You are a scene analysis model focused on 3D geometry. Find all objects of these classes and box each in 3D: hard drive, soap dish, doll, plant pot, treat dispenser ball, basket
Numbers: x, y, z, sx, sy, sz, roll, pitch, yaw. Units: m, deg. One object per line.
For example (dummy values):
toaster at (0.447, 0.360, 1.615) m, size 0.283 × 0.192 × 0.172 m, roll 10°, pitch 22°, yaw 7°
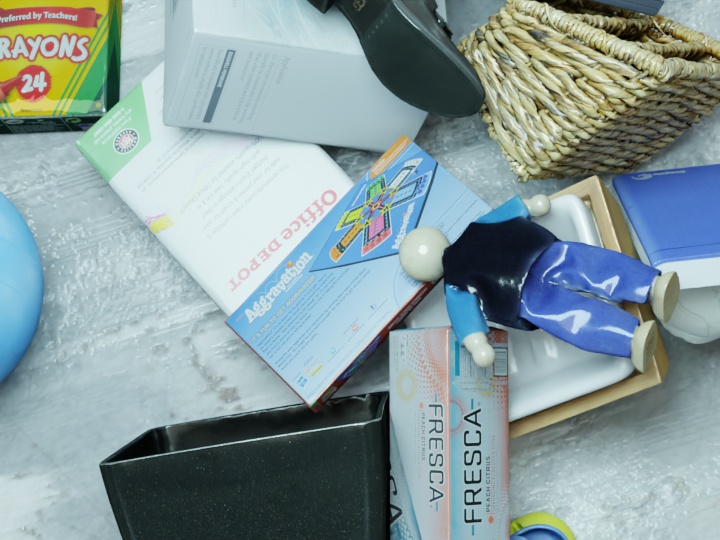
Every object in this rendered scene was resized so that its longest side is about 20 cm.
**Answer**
hard drive at (0.269, -0.038, 1.135) m, size 0.131 × 0.200 × 0.026 m, roll -6°, pitch 110°, yaw 3°
soap dish at (0.131, 0.039, 1.143) m, size 0.199 × 0.081 × 0.159 m, roll -26°, pitch 74°, yaw 37°
doll at (0.114, 0.011, 1.050) m, size 0.199 × 0.049 × 0.137 m, roll 18°, pitch 69°, yaw 25°
plant pot at (-0.066, 0.200, 1.118) m, size 0.198 × 0.200 × 0.179 m, roll -8°, pitch 90°, yaw 3°
treat dispenser ball at (-0.346, 0.013, 1.162) m, size 0.199 × 0.201 × 0.203 m, roll -1°, pitch 79°, yaw 4°
basket at (0.185, -0.166, 1.139) m, size 0.149 × 0.199 × 0.144 m, roll -37°, pitch 73°, yaw 34°

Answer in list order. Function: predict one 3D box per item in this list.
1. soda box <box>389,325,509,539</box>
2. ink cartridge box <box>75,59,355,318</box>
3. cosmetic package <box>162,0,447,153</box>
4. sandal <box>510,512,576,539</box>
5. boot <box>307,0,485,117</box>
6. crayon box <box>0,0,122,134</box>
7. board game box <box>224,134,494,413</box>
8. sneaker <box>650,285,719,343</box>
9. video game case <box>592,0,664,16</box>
soda box at (0.064, 0.141, 1.093) m, size 0.063 × 0.068 × 0.202 m, roll 4°, pitch 83°, yaw -39°
ink cartridge box at (-0.107, -0.070, 1.219) m, size 0.145 × 0.088 × 0.200 m, roll -43°, pitch 77°, yaw -4°
cosmetic package at (-0.045, -0.213, 1.168) m, size 0.198 × 0.123 × 0.201 m, roll 6°, pitch 58°, yaw -17°
sandal at (0.086, 0.262, 1.141) m, size 0.079 × 0.087 × 0.200 m, roll 42°, pitch 86°, yaw 6°
boot at (0.046, -0.228, 1.081) m, size 0.200 × 0.069 × 0.175 m, roll 44°, pitch 55°, yaw -14°
crayon box at (-0.269, -0.219, 1.278) m, size 0.126 × 0.051 × 0.202 m, roll -2°, pitch 78°, yaw 4°
board game box at (0.000, 0.000, 1.132) m, size 0.200 × 0.019 × 0.103 m, roll -46°, pitch 64°, yaw -4°
sneaker at (0.305, 0.004, 1.129) m, size 0.198 × 0.099 × 0.079 m, roll -3°, pitch 73°, yaw -29°
video game case at (0.137, -0.274, 1.187) m, size 0.019 × 0.142 × 0.201 m, roll -60°, pitch 43°, yaw 30°
